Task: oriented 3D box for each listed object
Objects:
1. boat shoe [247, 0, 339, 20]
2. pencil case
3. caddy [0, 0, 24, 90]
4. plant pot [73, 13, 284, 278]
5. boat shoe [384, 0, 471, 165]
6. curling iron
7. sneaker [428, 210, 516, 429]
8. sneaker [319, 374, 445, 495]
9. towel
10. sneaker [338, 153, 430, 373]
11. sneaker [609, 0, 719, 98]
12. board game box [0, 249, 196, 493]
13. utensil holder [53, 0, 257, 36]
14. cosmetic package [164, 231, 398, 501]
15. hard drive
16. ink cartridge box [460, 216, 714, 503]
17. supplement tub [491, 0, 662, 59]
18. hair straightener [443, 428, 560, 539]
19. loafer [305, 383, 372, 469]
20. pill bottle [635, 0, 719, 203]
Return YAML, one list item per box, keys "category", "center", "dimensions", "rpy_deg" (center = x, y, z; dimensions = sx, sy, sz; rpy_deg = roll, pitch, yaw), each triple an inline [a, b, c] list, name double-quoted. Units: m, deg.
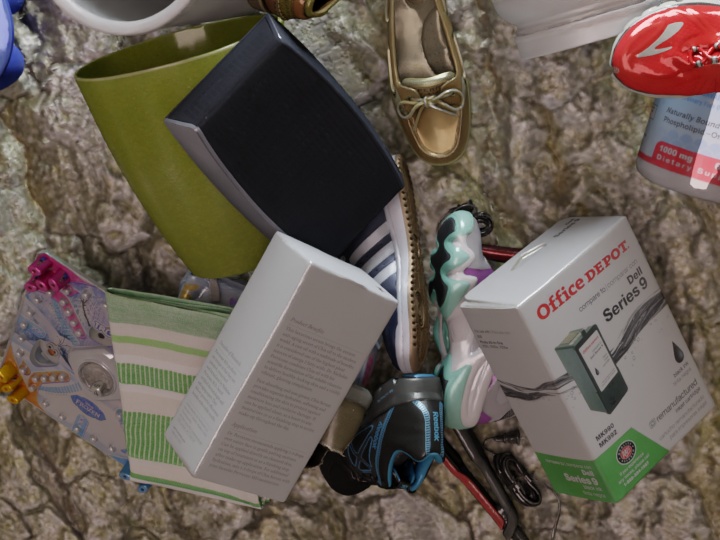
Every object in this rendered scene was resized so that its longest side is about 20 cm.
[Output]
- category: "boat shoe"
  center: [-0.009, -0.266, 1.022]
  dimensions: [0.068, 0.200, 0.072]
  rpy_deg: [24, 147, 26]
- category: "pencil case"
  center: [-0.079, 0.057, 1.153]
  dimensions: [0.199, 0.083, 0.091]
  rpy_deg: [17, 115, 5]
- category: "caddy"
  center: [-0.405, -0.226, 1.135]
  dimensions: [0.198, 0.105, 0.143]
  rpy_deg: [6, 103, 9]
- category: "plant pot"
  center: [-0.132, -0.103, 1.089]
  dimensions: [0.186, 0.187, 0.201]
  rpy_deg: [-11, 110, 12]
- category: "boat shoe"
  center: [0.055, -0.190, 1.083]
  dimensions: [0.073, 0.063, 0.202]
  rpy_deg: [-3, 102, 11]
- category: "curling iron"
  center: [0.166, -0.019, 1.121]
  dimensions: [0.198, 0.026, 0.050]
  rpy_deg: [16, 108, 6]
- category: "sneaker"
  center: [0.135, 0.042, 1.116]
  dimensions: [0.139, 0.078, 0.202]
  rpy_deg: [-3, 107, -10]
- category: "sneaker"
  center: [0.016, 0.171, 1.124]
  dimensions: [0.073, 0.082, 0.200]
  rpy_deg: [3, 148, -23]
- category: "towel"
  center: [-0.154, 0.118, 1.108]
  dimensions: [0.151, 0.023, 0.201]
  rpy_deg: [8, 118, 19]
- category: "sneaker"
  center: [0.000, 0.000, 1.110]
  dimensions: [0.108, 0.070, 0.202]
  rpy_deg: [-9, 73, 12]
- category: "sneaker"
  center: [0.288, -0.167, 0.923]
  dimensions: [0.198, 0.085, 0.078]
  rpy_deg: [-1, 102, 9]
- category: "board game box"
  center: [-0.254, 0.104, 1.182]
  dimensions: [0.199, 0.026, 0.201]
  rpy_deg: [33, 130, 3]
- category: "utensil holder"
  center: [-0.150, -0.284, 1.015]
  dimensions: [0.169, 0.200, 0.171]
  rpy_deg: [5, 104, 21]
- category: "cosmetic package"
  center: [-0.067, 0.082, 1.024]
  dimensions: [0.101, 0.071, 0.201]
  rpy_deg: [25, 99, -37]
- category: "hard drive"
  center: [-0.053, -0.097, 1.015]
  dimensions: [0.135, 0.042, 0.200]
  rpy_deg: [-46, 127, -4]
- category: "ink cartridge box"
  center: [0.196, 0.073, 1.058]
  dimensions: [0.146, 0.084, 0.201]
  rpy_deg: [-37, 108, -25]
- category: "supplement tub"
  center: [0.165, -0.286, 1.000]
  dimensions: [0.144, 0.145, 0.202]
  rpy_deg: [-14, 100, 13]
- category: "hair straightener"
  center: [0.128, 0.186, 1.165]
  dimensions: [0.077, 0.041, 0.201]
  rpy_deg: [-37, 88, 15]
- category: "loafer"
  center: [-0.066, 0.143, 1.127]
  dimensions: [0.075, 0.200, 0.070]
  rpy_deg: [27, 65, -23]
- category: "pill bottle"
  center: [0.307, -0.162, 1.021]
  dimensions: [0.108, 0.109, 0.202]
  rpy_deg: [16, 105, 6]
